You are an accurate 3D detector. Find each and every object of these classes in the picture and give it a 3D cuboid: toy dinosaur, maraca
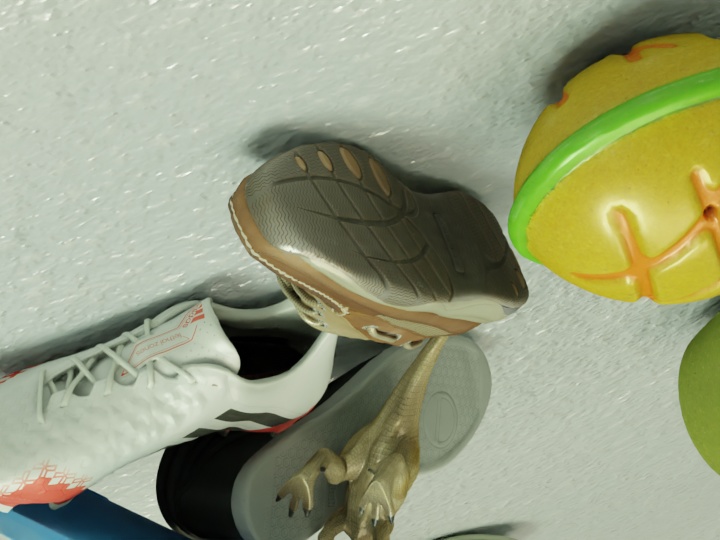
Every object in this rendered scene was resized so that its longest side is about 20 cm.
[{"bbox_3d":[0.010,0.090,1.170,0.101,0.058,0.200,-37,146,-58],"label":"toy dinosaur"},{"bbox_3d":[0.153,-0.046,1.047,0.200,0.107,0.137,-11,155,-26],"label":"maraca"}]

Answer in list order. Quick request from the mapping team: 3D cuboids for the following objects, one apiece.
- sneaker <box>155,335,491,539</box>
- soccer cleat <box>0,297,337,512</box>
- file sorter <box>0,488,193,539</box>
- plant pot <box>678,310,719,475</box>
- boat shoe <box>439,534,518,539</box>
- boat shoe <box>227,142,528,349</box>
[{"bbox_3d":[-0.023,0.081,1.251,0.099,0.071,0.200,-1,-160,44],"label":"sneaker"},{"bbox_3d":[-0.096,0.051,1.110,0.200,0.069,0.085,-11,147,-32],"label":"soccer cleat"},{"bbox_3d":[-0.127,0.178,1.146,0.139,0.200,0.123,19,91,-56],"label":"file sorter"},{"bbox_3d":[0.273,0.048,1.321,0.187,0.188,0.200,0,165,-42],"label":"plant pot"},{"bbox_3d":[0.024,0.220,1.606,0.200,0.062,0.075,-12,154,-26],"label":"boat shoe"},{"bbox_3d":[0.000,0.000,1.063,0.072,0.076,0.200,-29,155,23],"label":"boat shoe"}]
